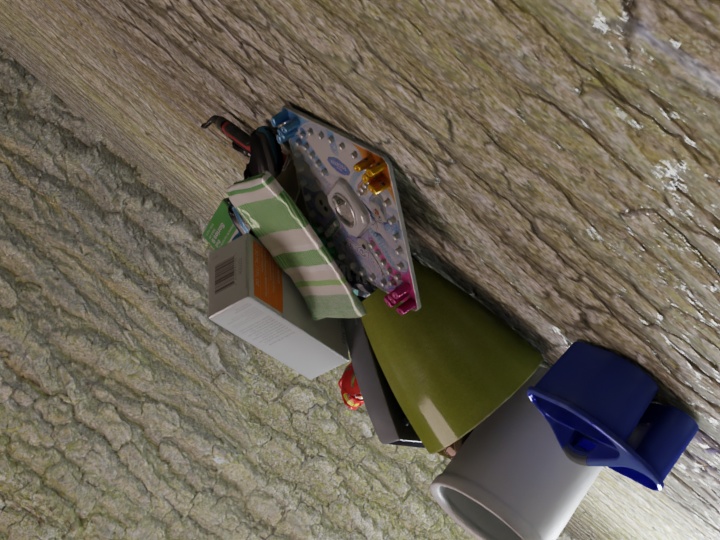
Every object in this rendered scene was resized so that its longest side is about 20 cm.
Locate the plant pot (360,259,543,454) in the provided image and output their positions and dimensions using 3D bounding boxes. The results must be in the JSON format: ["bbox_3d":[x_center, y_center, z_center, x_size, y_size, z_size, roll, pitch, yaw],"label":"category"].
[{"bbox_3d":[0.093,0.091,1.536,0.200,0.187,0.187,50,173,2],"label":"plant pot"}]

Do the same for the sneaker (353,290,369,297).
[{"bbox_3d":[-0.050,-0.049,1.768,0.200,0.078,0.140,47,-168,-13],"label":"sneaker"}]

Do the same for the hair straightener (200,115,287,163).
[{"bbox_3d":[-0.147,-0.159,1.727,0.199,0.041,0.077,31,170,26],"label":"hair straightener"}]

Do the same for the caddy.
[{"bbox_3d":[0.255,0.159,1.287,0.141,0.105,0.200,42,173,-16],"label":"caddy"}]

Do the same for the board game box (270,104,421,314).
[{"bbox_3d":[-0.019,-0.066,1.366,0.200,0.026,0.201,32,144,45],"label":"board game box"}]

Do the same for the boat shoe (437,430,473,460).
[{"bbox_3d":[0.181,0.204,1.696,0.068,0.199,0.073,-6,98,49],"label":"boat shoe"}]

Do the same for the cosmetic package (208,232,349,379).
[{"bbox_3d":[-0.103,0.048,1.569,0.200,0.071,0.102,36,-142,-43],"label":"cosmetic package"}]

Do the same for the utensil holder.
[{"bbox_3d":[0.211,0.245,1.561,0.169,0.200,0.170,34,161,13],"label":"utensil holder"}]

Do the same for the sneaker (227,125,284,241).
[{"bbox_3d":[-0.139,-0.096,1.624,0.073,0.081,0.201,-86,-3,-58],"label":"sneaker"}]

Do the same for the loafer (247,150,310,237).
[{"bbox_3d":[-0.103,-0.071,1.548,0.069,0.201,0.075,2,-138,-23],"label":"loafer"}]

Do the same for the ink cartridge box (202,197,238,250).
[{"bbox_3d":[-0.114,-0.025,1.827,0.200,0.084,0.146,48,-143,15],"label":"ink cartridge box"}]

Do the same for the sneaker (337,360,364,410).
[{"bbox_3d":[0.010,0.190,1.977,0.077,0.085,0.200,41,175,-9],"label":"sneaker"}]

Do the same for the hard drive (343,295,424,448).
[{"bbox_3d":[0.041,0.138,1.619,0.135,0.042,0.201,17,-129,-55],"label":"hard drive"}]

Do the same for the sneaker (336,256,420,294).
[{"bbox_3d":[0.000,0.000,1.643,0.198,0.071,0.108,13,174,-4],"label":"sneaker"}]

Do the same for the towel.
[{"bbox_3d":[-0.080,-0.026,1.468,0.201,0.023,0.152,57,159,-11],"label":"towel"}]

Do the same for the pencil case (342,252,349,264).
[{"bbox_3d":[-0.017,-0.050,1.550,0.091,0.083,0.200,55,168,-26],"label":"pencil case"}]
